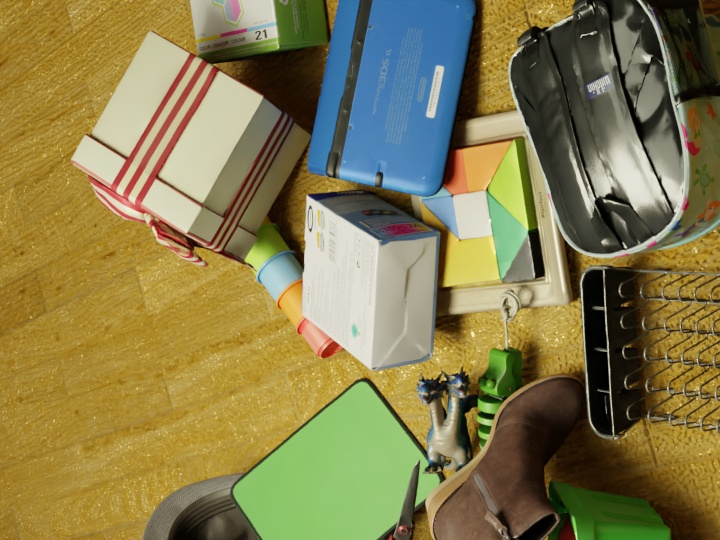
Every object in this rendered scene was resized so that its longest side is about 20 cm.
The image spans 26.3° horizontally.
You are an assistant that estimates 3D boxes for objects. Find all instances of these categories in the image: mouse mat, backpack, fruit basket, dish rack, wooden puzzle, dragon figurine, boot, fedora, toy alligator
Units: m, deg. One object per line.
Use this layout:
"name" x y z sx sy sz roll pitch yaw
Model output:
"mouse mat" -0.027 0.230 1.642 0.199 0.008 0.161 -39 62 -1
"backpack" 0.227 -0.114 1.265 0.177 0.149 0.203 -26 72 50
"fruit basket" 0.173 0.299 1.388 0.156 0.212 0.219 -109 15 -81
"dish rack" 0.282 0.071 1.319 0.199 0.054 0.156 3 102 48
"wooden puzzle" 0.115 -0.052 1.492 0.199 0.037 0.188 -6 94 49
"dragon figurine" 0.089 0.150 1.519 0.058 0.200 0.101 1 81 9
"boot" 0.151 0.190 1.381 0.072 0.200 0.166 47 179 -21
"fedora" -0.136 0.312 1.725 0.197 0.178 0.091 -11 121 10
"toy alligator" 0.134 0.120 1.476 0.059 0.054 0.203 16 119 51

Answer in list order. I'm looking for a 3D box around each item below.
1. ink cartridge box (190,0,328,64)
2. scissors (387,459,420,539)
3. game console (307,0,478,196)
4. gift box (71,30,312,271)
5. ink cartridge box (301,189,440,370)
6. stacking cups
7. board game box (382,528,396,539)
"ink cartridge box" -0.119 -0.333 1.662 0.147 0.075 0.203 -2 98 48
"scissors" 0.048 0.273 1.577 0.014 0.072 0.201 -86 20 -58
"game console" 0.028 -0.184 1.542 0.168 0.118 0.203 12 94 14
"gift box" -0.171 -0.112 1.650 0.183 0.200 0.188 31 89 25
"ink cartridge box" 0.000 0.000 1.581 0.200 0.075 0.138 32 124 56
"stacking cups" -0.086 0.013 1.719 0.201 0.060 0.061 56 134 22
"board game box" -0.015 0.341 1.722 0.135 0.034 0.203 33 122 44
